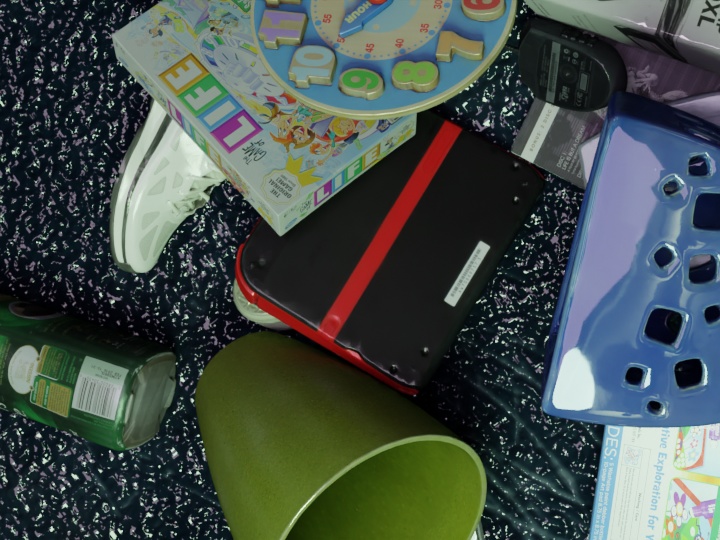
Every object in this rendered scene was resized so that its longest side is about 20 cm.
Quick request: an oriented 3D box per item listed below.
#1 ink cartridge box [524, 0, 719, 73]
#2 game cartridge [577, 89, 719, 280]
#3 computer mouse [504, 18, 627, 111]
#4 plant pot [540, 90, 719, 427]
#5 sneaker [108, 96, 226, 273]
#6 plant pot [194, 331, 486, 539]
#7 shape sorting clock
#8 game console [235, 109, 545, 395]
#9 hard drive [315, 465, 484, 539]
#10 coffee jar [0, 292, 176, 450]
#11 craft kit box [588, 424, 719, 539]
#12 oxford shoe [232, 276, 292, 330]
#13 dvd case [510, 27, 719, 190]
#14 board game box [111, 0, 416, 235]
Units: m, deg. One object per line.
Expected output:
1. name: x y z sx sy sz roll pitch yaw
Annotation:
1. ink cartridge box: 0.228 -0.225 1.196 0.199 0.084 0.146 21 92 21
2. game cartridge: 0.262 -0.062 1.237 0.199 0.041 0.134 -9 98 17
3. computer mouse: 0.112 -0.172 1.277 0.199 0.034 0.059 27 134 24
4. plant pot: 0.228 0.002 1.140 0.179 0.200 0.201 14 101 6
5. sneaker: -0.119 -0.078 1.342 0.115 0.076 0.202 23 100 15
6. plant pot: -0.037 0.139 1.286 0.188 0.187 0.200 -57 47 14
7. shape sorting clock: 0.016 -0.198 1.259 0.198 0.039 0.201 -7 61 12
8. game console: 0.019 -0.031 1.296 0.176 0.031 0.201 30 80 7
9. hard drive: 0.000 0.224 1.368 0.199 0.026 0.133 -11 93 17
10. coffee jar: -0.256 0.076 1.386 0.199 0.104 0.086 17 98 15
11. craft kit box: 0.270 0.180 1.263 0.196 0.048 0.202 12 106 18
12. oxford shoe: 0.000 0.000 1.330 0.199 0.058 0.076 -15 69 3
13. dvd case: 0.229 -0.110 1.267 0.199 0.016 0.149 28 104 11
14. board game box: -0.072 -0.139 1.286 0.134 0.034 0.200 -38 71 -16
